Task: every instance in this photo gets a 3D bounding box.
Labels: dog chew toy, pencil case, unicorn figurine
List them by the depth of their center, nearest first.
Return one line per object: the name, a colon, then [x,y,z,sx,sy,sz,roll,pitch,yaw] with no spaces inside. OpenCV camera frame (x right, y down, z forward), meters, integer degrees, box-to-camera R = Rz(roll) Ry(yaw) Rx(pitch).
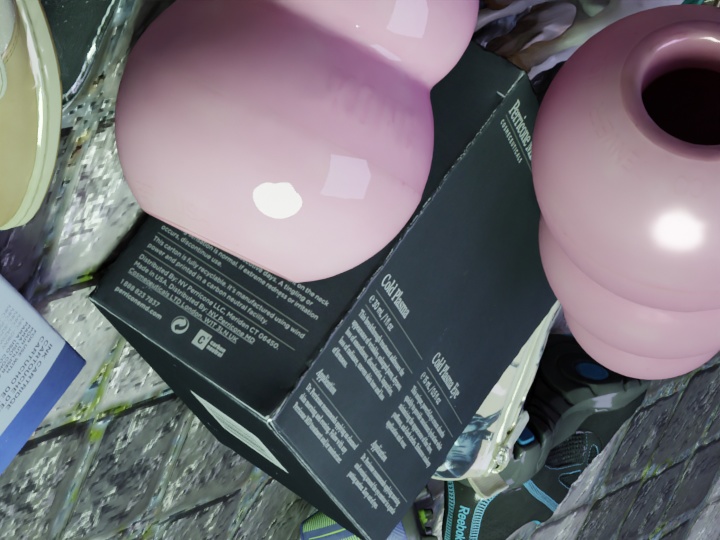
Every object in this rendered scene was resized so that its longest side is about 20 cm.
dog chew toy: [-0.011,-0.099,0.987,0.200,0.124,0.125,-64,156,-2]
dog chew toy: [0.130,-0.022,1.084,0.125,0.124,0.200,-46,162,-23]
unicorn figurine: [0.118,-0.122,1.150,0.137,0.200,0.074,-23,110,-11]
pencil case: [0.070,0.014,1.312,0.078,0.089,0.200,-26,141,-54]

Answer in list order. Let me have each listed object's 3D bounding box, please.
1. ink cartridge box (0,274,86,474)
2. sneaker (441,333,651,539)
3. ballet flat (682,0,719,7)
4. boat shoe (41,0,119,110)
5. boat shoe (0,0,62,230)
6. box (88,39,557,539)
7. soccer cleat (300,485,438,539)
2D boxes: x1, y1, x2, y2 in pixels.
ink cartridge box: [-0.171,0.049,0.959,0.119,0.042,0.200,-52,158,-9]
sneaker: [0.101,0.096,1.477,0.200,0.073,0.082,-27,133,-51]
ballet flat: [0.166,-0.127,1.305,0.072,0.068,0.200,-8,106,-54]
boat shoe: [-0.093,-0.120,0.857,0.074,0.068,0.200,-32,147,-43]
boat shoe: [-0.143,-0.088,0.810,0.066,0.074,0.200,-35,138,-34]
box: [0.000,0.000,1.141,0.182,0.104,0.200,-53,156,-10]
soccer cleat: [0.004,0.161,1.427,0.084,0.065,0.200,-12,160,-1]
